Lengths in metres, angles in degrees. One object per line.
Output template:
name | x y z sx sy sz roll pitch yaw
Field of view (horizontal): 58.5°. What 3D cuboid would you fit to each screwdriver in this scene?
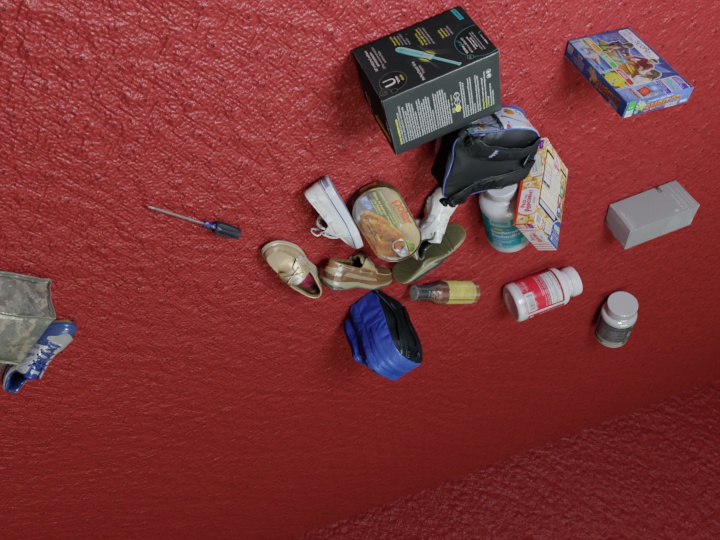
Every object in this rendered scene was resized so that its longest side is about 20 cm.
screwdriver | -0.314 -0.097 1.227 0.200 0.029 0.028 21 126 -40

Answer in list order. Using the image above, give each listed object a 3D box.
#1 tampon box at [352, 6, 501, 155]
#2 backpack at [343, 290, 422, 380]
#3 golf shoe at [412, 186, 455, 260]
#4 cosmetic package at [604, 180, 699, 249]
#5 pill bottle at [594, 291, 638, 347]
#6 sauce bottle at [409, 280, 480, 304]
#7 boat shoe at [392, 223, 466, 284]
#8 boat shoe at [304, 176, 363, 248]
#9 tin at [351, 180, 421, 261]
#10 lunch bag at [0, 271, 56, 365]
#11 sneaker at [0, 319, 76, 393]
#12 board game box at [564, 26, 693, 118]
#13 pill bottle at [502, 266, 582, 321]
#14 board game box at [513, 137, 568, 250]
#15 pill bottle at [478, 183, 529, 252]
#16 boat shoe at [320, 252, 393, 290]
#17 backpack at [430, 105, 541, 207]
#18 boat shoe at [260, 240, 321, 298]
tampon box | 0.112 -0.316 1.072 0.200 0.150 0.126 -23 144 -1
backpack | 0.061 0.181 1.639 0.168 0.200 0.162 -41 142 22
golf shoe | 0.172 -0.105 1.423 0.078 0.097 0.200 12 131 -37
cosmetic package | 0.762 -0.147 1.693 0.200 0.107 0.090 -20 145 -8
pill bottle | 0.848 0.162 2.129 0.113 0.113 0.200 -20 145 -5
sauce bottle | 0.221 0.056 1.685 0.200 0.066 0.066 3 137 -31
boat shoe | 0.164 -0.038 1.534 0.201 0.072 0.066 -38 164 4
boat shoe | -0.063 -0.100 1.316 0.086 0.075 0.202 -27 142 4
tin | 0.057 -0.103 1.367 0.112 0.042 0.200 -23 128 13
lunch bag | -0.689 0.081 1.162 0.200 0.118 0.164 14 131 -47
sneaker | -0.661 0.181 1.331 0.200 0.088 0.075 -36 141 14
board game box | 0.485 -0.366 1.175 0.135 0.200 0.034 -15 144 -10
pill bottle | 0.514 0.060 1.812 0.200 0.112 0.112 -20 144 -5
board game box | 0.397 -0.163 1.400 0.046 0.200 0.151 1 160 37
pill bottle | 0.330 -0.135 1.460 0.111 0.111 0.200 -26 144 3
boat shoe | 0.000 0.000 1.480 0.200 0.076 0.074 -4 113 -42
backpack | 0.242 -0.236 1.249 0.190 0.154 0.200 -4 147 -12
boat shoe | -0.141 0.002 1.407 0.074 0.069 0.200 -34 143 14
